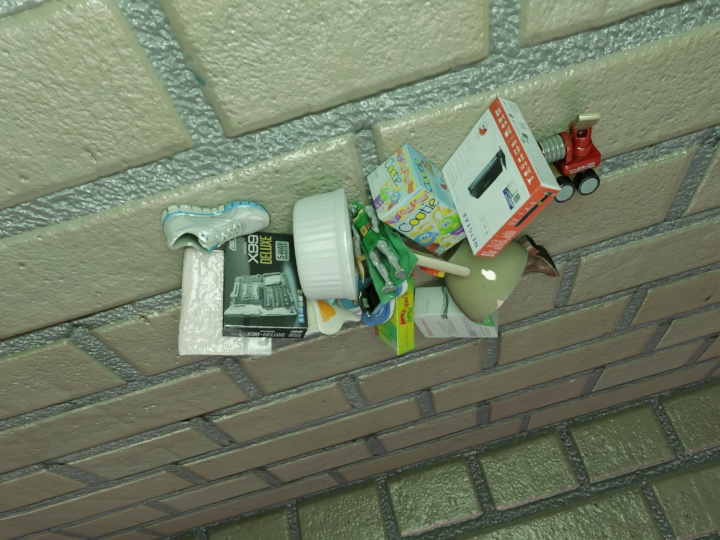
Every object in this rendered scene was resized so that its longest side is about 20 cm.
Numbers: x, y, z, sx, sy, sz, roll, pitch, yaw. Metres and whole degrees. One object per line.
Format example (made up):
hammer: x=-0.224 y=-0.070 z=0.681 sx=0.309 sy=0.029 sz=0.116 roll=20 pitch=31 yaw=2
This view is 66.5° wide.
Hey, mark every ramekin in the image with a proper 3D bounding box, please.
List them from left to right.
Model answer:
ramekin: x=-0.064 y=-0.043 z=1.011 sx=0.094 sy=0.206 sz=0.203 roll=-7 pitch=147 yaw=1

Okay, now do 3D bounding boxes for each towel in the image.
towel: x=-0.260 y=0.066 z=1.087 sx=0.184 sy=0.208 sz=0.032 roll=4 pitch=177 yaw=-17

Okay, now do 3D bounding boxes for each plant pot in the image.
plant pot: x=0.254 y=-0.010 z=1.222 sx=0.133 sy=0.202 sz=0.201 roll=34 pitch=131 yaw=-7

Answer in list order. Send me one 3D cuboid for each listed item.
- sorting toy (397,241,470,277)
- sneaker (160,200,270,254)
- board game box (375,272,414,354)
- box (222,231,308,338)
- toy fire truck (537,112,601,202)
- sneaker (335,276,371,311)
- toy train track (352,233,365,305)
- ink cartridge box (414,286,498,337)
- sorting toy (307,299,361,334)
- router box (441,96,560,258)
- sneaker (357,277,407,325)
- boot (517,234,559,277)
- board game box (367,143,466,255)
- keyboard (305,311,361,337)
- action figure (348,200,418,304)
sorting toy: x=0.100 y=-0.030 z=1.123 sx=0.181 sy=0.199 sz=0.038 roll=13 pitch=100 yaw=-35
sneaker: x=-0.257 y=-0.069 z=0.992 sx=0.193 sy=0.089 sz=0.076 roll=-8 pitch=145 yaw=-14
board game box: x=0.072 y=0.067 z=1.206 sx=0.046 sy=0.101 sz=0.206 roll=-16 pitch=118 yaw=-24
box: x=-0.182 y=0.024 z=1.041 sx=0.152 sy=0.206 sz=0.050 roll=4 pitch=149 yaw=-18
toy fire truck: x=0.361 y=-0.219 z=1.011 sx=0.170 sy=0.131 sz=0.203 roll=-15 pitch=135 yaw=2
sneaker: x=0.033 y=0.047 z=1.302 sx=0.193 sy=0.079 sz=0.081 roll=-10 pitch=173 yaw=-18
toy train track: x=0.000 y=0.000 z=1.161 sx=0.031 sy=0.117 sz=0.203 roll=-11 pitch=141 yaw=-13
ink cartridge box: x=0.243 y=0.106 z=1.397 sx=0.193 sy=0.087 sz=0.147 roll=-3 pitch=151 yaw=22
sorting toy: x=-0.094 y=0.092 z=1.174 sx=0.196 sy=0.111 sz=0.178 roll=-8 pitch=164 yaw=39
router box: x=0.235 y=-0.159 z=0.956 sx=0.047 sy=0.205 sz=0.180 roll=5 pitch=142 yaw=-29
sneaker: x=0.026 y=0.058 z=1.134 sx=0.087 sy=0.080 sz=0.202 roll=-19 pitch=155 yaw=-24
boot: x=0.382 y=0.012 z=1.390 sx=0.184 sy=0.065 sz=0.199 roll=32 pitch=122 yaw=-32
board game box: x=0.119 y=-0.128 z=1.042 sx=0.102 sy=0.107 sz=0.198 roll=-34 pitch=142 yaw=27
keyboard: x=-0.083 y=0.132 z=1.427 sx=0.194 sy=0.011 sz=0.057 roll=-21 pitch=141 yaw=7
action figure: x=0.024 y=-0.055 z=1.023 sx=0.054 sy=0.203 sz=0.119 roll=9 pitch=132 yaw=-43
